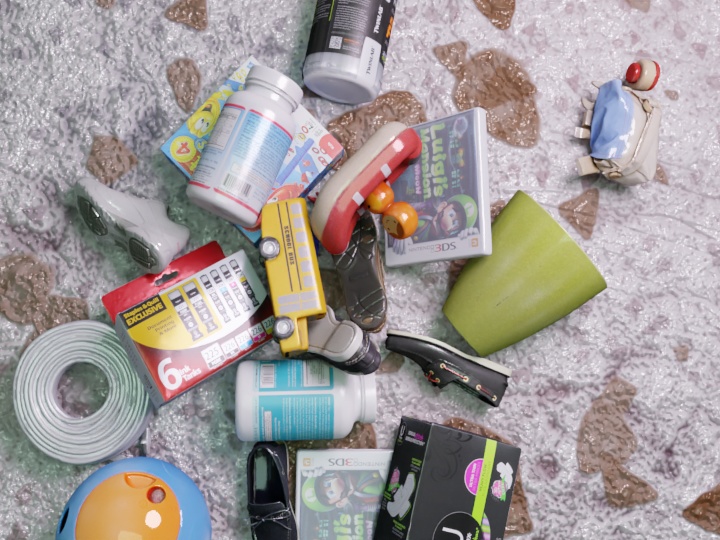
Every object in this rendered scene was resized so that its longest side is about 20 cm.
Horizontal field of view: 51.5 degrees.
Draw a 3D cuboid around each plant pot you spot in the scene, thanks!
[{"bbox_3d":[0.219,0.022,1.083,0.200,0.187,0.188,-43,89,6],"label":"plant pot"}]

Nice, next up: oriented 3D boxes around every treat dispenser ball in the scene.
[{"bbox_3d":[-0.294,0.349,0.978,0.196,0.201,0.206,1,84,-5],"label":"treat dispenser ball"}]

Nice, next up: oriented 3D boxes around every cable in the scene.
[{"bbox_3d":[-0.389,0.171,1.053,0.195,0.069,0.205,4,84,-5],"label":"cable"}]

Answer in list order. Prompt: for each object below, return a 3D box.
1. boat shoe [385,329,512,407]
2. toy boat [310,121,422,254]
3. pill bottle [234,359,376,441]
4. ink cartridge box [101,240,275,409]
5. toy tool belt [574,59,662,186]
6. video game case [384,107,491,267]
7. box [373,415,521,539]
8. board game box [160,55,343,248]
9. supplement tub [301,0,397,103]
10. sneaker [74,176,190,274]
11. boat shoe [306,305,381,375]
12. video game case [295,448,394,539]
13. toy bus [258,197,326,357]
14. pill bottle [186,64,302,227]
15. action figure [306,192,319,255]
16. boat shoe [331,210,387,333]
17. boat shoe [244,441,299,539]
[{"bbox_3d":[0.125,0.142,1.102,0.198,0.074,0.064,23,80,-4],"label":"boat shoe"},{"bbox_3d":[0.026,-0.096,1.037,0.131,0.131,0.200,45,89,4],"label":"toy boat"},{"bbox_3d":[-0.077,0.183,1.060,0.195,0.111,0.114,0,84,-5],"label":"pill bottle"},{"bbox_3d":[-0.234,0.061,1.041,0.198,0.084,0.178,-30,87,-28],"label":"ink cartridge box"},{"bbox_3d":[0.390,-0.235,1.142,0.120,0.125,0.205,9,83,-13],"label":"toy tool belt"},{"bbox_3d":[0.105,-0.115,1.082,0.023,0.179,0.205,5,81,-47],"label":"video game case"},{"bbox_3d":[0.117,0.323,1.044,0.145,0.124,0.205,17,81,-16],"label":"box"},{"bbox_3d":[-0.159,-0.176,1.116,0.200,0.056,0.196,43,82,0],"label":"board game box"},{"bbox_3d":[-0.012,-0.365,1.116,0.120,0.123,0.205,12,84,-4],"label":"supplement tub"},{"bbox_3d":[-0.330,-0.077,1.090,0.198,0.079,0.099,36,45,13],"label":"sneaker"},{"bbox_3d":[-0.033,0.098,1.041,0.060,0.199,0.075,42,75,-23],"label":"boat shoe"},{"bbox_3d":[-0.007,0.366,1.093,0.177,0.023,0.205,1,84,-5],"label":"video game case"},{"bbox_3d":[-0.095,0.010,1.024,0.076,0.065,0.205,-10,79,-9],"label":"toy bus"},{"bbox_3d":[-0.155,-0.172,1.033,0.107,0.109,0.204,24,83,-2],"label":"pill bottle"},{"bbox_3d":[-0.081,-0.012,1.105,0.051,0.065,0.205,13,81,-26],"label":"action figure"},{"bbox_3d":[0.000,0.000,1.106,0.074,0.074,0.204,-11,65,9],"label":"boat shoe"},{"bbox_3d":[-0.129,0.337,1.057,0.073,0.062,0.205,-6,83,12],"label":"boat shoe"}]
